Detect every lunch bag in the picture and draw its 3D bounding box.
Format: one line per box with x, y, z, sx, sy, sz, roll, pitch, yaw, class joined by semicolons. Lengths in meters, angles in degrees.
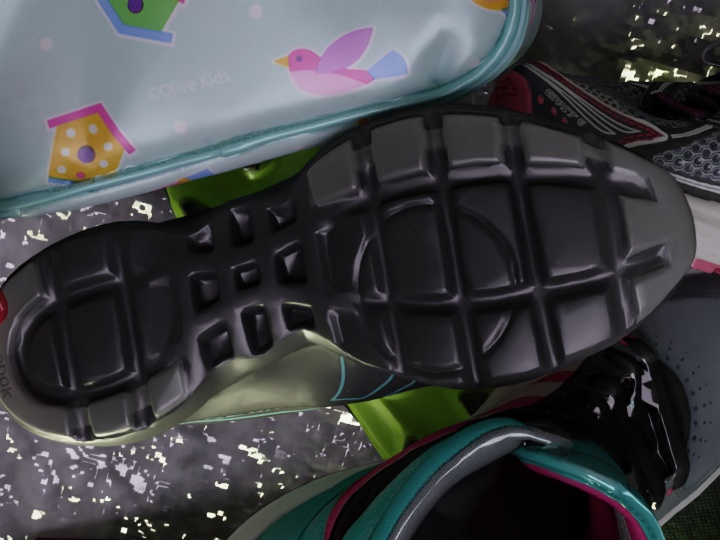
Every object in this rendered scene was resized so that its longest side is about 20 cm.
-0.059;-0.106;0.679;0.200;0.077;0.161;-13;98;8;lunch bag

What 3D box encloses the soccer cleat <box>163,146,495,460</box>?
0.000;0.000;0.767;0.067;0.081;0.200;-35;92;11;soccer cleat

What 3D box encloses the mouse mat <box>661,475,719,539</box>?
0.148;0.157;0.885;0.200;0.008;0.161;31;118;-16;mouse mat

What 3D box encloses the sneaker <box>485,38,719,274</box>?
0.128;-0.043;0.720;0.200;0.081;0.075;3;112;-25;sneaker

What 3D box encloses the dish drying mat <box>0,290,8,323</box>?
-0.137;-0.017;0.694;0.077;0.200;0.018;41;85;-12;dish drying mat

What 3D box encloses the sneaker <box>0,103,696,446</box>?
-0.003;0.001;0.679;0.200;0.079;0.076;-10;87;20;sneaker

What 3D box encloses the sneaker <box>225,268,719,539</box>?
0.061;0.058;0.663;0.200;0.121;0.084;-32;103;-19;sneaker

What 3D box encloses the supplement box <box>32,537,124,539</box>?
-0.024;0.148;0.816;0.200;0.061;0.109;-2;125;31;supplement box
